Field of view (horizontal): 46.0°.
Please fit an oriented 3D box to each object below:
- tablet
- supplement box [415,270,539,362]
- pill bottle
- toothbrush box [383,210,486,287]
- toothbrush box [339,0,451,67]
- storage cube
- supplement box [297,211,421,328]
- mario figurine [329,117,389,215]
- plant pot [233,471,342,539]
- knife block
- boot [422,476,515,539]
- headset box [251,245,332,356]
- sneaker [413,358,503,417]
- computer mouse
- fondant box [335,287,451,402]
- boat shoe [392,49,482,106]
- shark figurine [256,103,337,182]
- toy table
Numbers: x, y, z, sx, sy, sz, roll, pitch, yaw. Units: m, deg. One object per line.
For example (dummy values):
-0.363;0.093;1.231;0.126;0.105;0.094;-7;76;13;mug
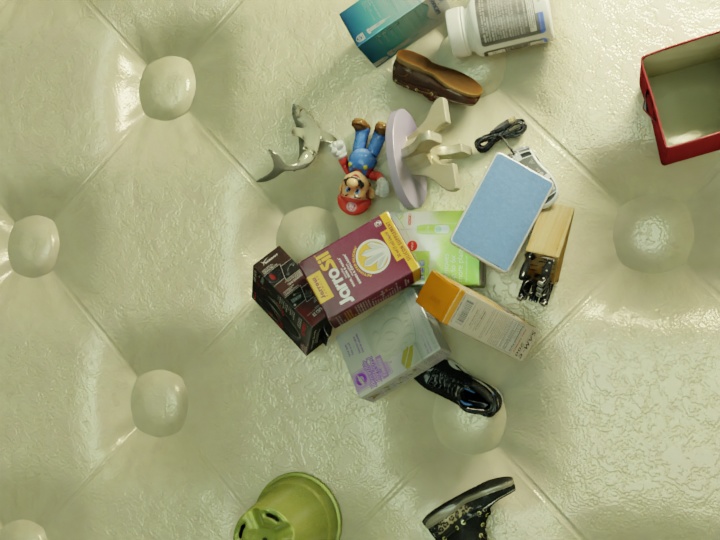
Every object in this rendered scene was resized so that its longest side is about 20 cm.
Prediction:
0.270;-0.111;1.619;0.129;0.014;0.201;29;86;2;tablet
0.218;0.084;1.586;0.199;0.126;0.074;27;96;-27;supplement box
0.273;-0.486;1.664;0.198;0.114;0.115;-9;84;16;pill bottle
0.148;-0.041;1.689;0.198;0.086;0.147;1;86;19;toothbrush box
0.077;-0.517;1.710;0.199;0.146;0.086;-31;79;14;toothbrush box
0.604;-0.306;1.515;0.198;0.180;0.173;-16;82;16;storage cube
0.000;0.000;1.611;0.199;0.103;0.132;-31;77;-2;supplement box
0.000;-0.212;1.732;0.123;0.105;0.202;3;78;51;mario figurine
-0.159;0.520;1.695;0.198;0.184;0.203;-1;86;18;plant pot
0.343;-0.034;1.580;0.063;0.175;0.202;13;90;16;knife block
0.237;0.501;1.634;0.203;0.073;0.155;-32;81;17;boot
-0.130;0.071;1.728;0.075;0.149;0.200;-38;74;-24;headset box
0.180;0.220;1.647;0.198;0.112;0.074;22;92;17;sneaker
0.318;-0.202;1.670;0.109;0.044;0.201;-32;73;7;computer mouse
0.064;0.150;1.689;0.199;0.058;0.145;-34;60;19;fondant box
0.154;-0.379;1.724;0.199;0.070;0.071;31;133;20;boat shoe
-0.129;-0.241;1.782;0.127;0.216;0.090;31;138;-11;shark figurine
0.132;-0.232;1.672;0.116;0.183;0.202;-13;91;33;toy table
